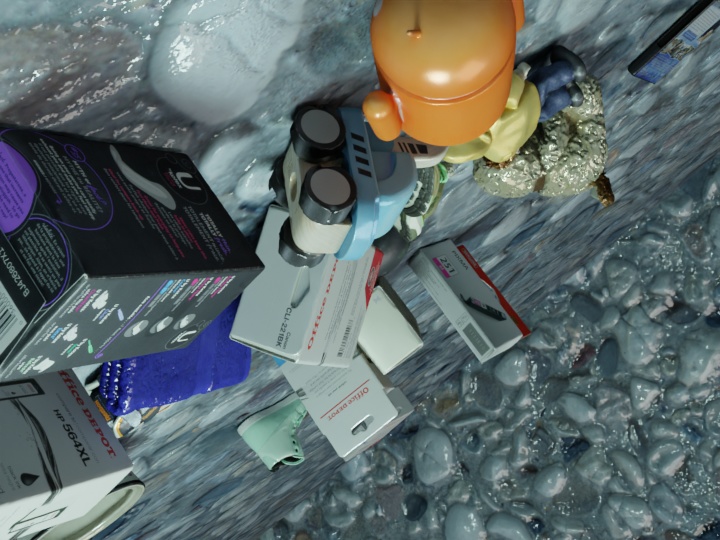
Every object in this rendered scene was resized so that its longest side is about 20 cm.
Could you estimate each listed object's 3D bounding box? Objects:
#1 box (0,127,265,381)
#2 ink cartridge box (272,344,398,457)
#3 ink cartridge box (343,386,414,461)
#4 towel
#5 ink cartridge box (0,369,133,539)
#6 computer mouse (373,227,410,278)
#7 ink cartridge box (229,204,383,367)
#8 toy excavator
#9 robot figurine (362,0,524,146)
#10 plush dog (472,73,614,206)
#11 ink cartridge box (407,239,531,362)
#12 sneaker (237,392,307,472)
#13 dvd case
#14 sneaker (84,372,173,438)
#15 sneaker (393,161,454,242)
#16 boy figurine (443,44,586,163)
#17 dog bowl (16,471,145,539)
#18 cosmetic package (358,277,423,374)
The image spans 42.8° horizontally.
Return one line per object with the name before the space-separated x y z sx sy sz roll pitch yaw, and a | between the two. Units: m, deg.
box | -0.181 -0.012 0.645 0.106 0.123 0.199 -42 164 21
ink cartridge box | -0.033 0.158 1.346 0.115 0.201 0.067 -38 165 10
ink cartridge box | 0.032 0.419 2.512 0.147 0.086 0.200 -16 154 -52
towel | -0.177 0.055 0.913 0.199 0.049 0.150 -8 107 -62
ink cartridge box | -0.314 0.152 0.794 0.084 0.147 0.200 -42 165 16
computer mouse | 0.000 0.000 1.234 0.199 0.053 0.138 -40 164 13
ink cartridge box | -0.052 0.024 1.002 0.200 0.083 0.146 28 79 -74
toy excavator | 0.020 -0.100 0.853 0.197 0.197 0.100 2 149 -21
robot figurine | 0.068 -0.176 0.739 0.142 0.118 0.200 -9 167 5
plush dog | 0.228 -0.142 1.190 0.169 0.163 0.200 -11 163 -2
ink cartridge box | 0.191 0.037 1.493 0.173 0.201 0.044 -19 157 -49
sneaker | -0.127 0.305 1.739 0.199 0.119 0.074 -25 160 -42
dvd case | 0.487 -0.353 1.340 0.200 0.018 0.142 -44 163 27
sneaker | -0.247 0.130 1.016 0.200 0.079 0.079 -46 165 31
sneaker | 0.071 -0.107 1.066 0.089 0.077 0.200 -43 174 -13
boy figurine | 0.166 -0.174 1.047 0.199 0.065 0.125 -31 145 -14
dog bowl | -0.400 0.322 1.259 0.199 0.074 0.200 -33 164 -10
cosmetic package | 0.030 0.070 1.307 0.071 0.106 0.200 -37 -178 4
